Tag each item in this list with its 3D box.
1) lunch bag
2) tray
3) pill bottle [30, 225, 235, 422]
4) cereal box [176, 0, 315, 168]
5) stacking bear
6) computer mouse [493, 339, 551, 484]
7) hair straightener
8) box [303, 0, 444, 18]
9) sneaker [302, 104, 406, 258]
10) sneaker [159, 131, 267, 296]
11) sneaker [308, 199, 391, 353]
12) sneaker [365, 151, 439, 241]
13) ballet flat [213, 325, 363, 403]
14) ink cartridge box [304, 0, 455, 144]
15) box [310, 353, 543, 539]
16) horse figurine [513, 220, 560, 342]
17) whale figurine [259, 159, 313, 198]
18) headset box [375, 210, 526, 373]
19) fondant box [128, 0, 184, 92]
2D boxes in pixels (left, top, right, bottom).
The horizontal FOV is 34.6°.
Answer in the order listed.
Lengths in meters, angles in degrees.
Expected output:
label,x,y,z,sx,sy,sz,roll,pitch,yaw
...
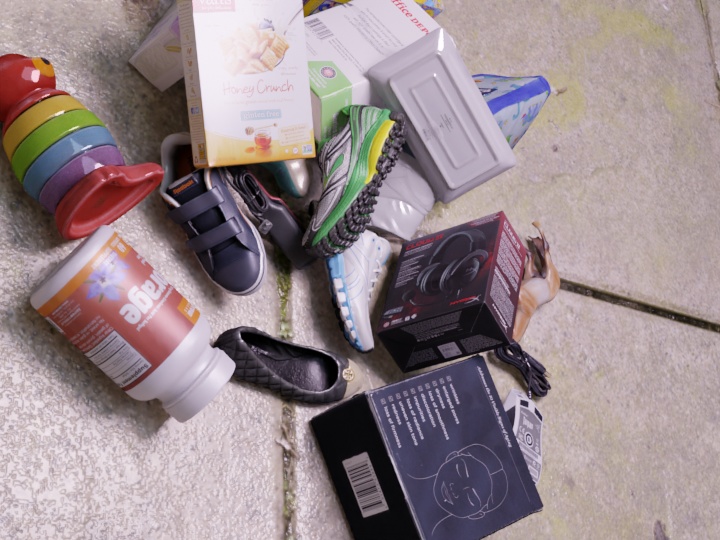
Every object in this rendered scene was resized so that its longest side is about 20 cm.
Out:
label,x,y,z,sx,sy,sz,roll,pitch,yaw
lunch bag,0.138,-0.184,1.532,0.170,0.200,0.128,-31,91,-43
tray,0.101,-0.181,1.391,0.200,0.107,0.022,57,10,-22
pill bottle,-0.227,0.059,1.179,0.200,0.112,0.112,45,48,-14
cereal box,-0.124,-0.218,1.268,0.144,0.040,0.200,-11,99,-36
stacking bear,-0.321,-0.142,1.203,0.200,0.114,0.121,52,22,9
computer mouse,0.204,0.194,1.512,0.110,0.044,0.200,41,46,-34
hair straightener,-0.108,-0.077,1.332,0.200,0.041,0.077,58,5,-30
box,-0.009,-0.432,1.583,0.192,0.122,0.200,6,65,-37
sneaker,-0.020,-0.105,1.368,0.085,0.078,0.200,21,75,19
sneaker,-0.173,-0.064,1.293,0.200,0.078,0.079,64,12,14
sneaker,0.000,0.000,1.398,0.087,0.075,0.200,-12,77,-9
sneaker,-0.001,-0.115,1.470,0.200,0.116,0.074,31,2,14
ballet flat,-0.076,0.110,1.316,0.200,0.057,0.067,16,61,-33
ink cartridge box,-0.002,-0.261,1.453,0.200,0.084,0.146,-24,55,-21
box,0.078,0.224,1.341,0.196,0.124,0.200,-13,78,-41
horse figurine,0.231,0.014,1.612,0.200,0.050,0.133,-36,106,-49
whale figurine,-0.128,-0.173,1.385,0.159,0.104,0.200,-84,149,-71
headset box,0.117,0.019,1.425,0.077,0.149,0.200,56,32,-29
fondant box,-0.176,-0.319,1.376,0.058,0.144,0.200,42,49,-23
